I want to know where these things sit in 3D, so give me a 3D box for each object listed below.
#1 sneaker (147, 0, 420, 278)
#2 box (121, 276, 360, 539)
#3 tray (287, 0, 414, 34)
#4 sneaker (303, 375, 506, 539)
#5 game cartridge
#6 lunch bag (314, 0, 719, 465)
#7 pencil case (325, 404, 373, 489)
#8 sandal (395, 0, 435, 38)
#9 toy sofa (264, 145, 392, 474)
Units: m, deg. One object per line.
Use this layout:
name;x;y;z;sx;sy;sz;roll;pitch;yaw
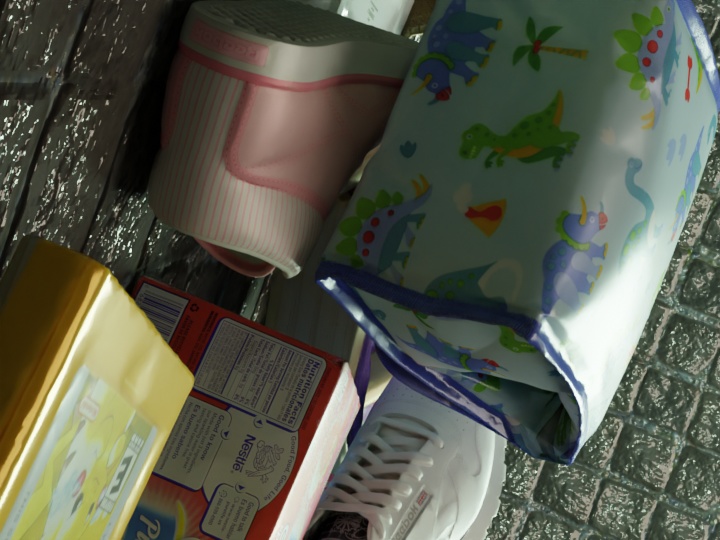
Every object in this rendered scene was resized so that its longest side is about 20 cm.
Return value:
sneaker;-0.030;-0.055;0.874;0.200;0.075;0.105;-18;125;-68
box;-0.084;0.119;0.891;0.096;0.099;0.201;74;38;-74
tray;-0.001;-0.132;1.029;0.200;0.022;0.108;30;81;-80
sneaker;0.012;0.115;0.994;0.201;0.076;0.081;-67;152;-23
game cartridge;-0.117;0.103;0.670;0.176;0.032;0.201;71;41;-76
lunch bag;0.082;-0.023;0.905;0.171;0.127;0.200;-67;150;-13
pencil case;0.002;0.081;1.335;0.200;0.087;0.088;93;22;-61
sandal;0.039;-0.125;1.148;0.077;0.069;0.213;32;57;-45
toy sofa;0.000;0.000;1.029;0.083;0.098;0.201;-28;148;-30
